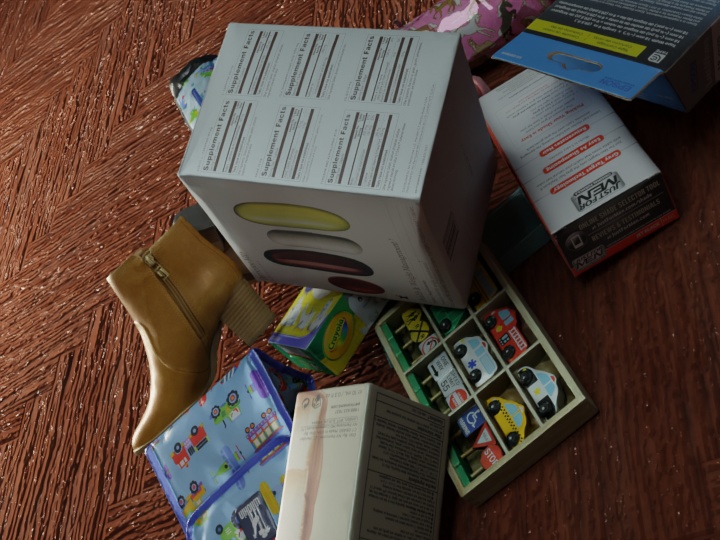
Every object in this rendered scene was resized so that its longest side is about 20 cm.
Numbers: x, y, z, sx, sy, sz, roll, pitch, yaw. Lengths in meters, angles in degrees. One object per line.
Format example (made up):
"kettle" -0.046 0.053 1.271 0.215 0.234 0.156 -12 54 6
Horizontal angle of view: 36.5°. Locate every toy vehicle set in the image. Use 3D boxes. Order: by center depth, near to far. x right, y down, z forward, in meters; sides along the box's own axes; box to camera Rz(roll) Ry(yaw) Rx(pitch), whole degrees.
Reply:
"toy vehicle set" 0.096 0.078 0.901 0.124 0.026 0.201 -42 44 12

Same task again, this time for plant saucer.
"plant saucer" 0.089 0.003 0.991 0.199 0.019 0.070 -40 40 13

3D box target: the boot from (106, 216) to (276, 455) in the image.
"boot" -0.191 0.061 1.038 0.202 0.144 0.071 -48 5 5

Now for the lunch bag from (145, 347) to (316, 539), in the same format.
"lunch bag" -0.086 0.200 0.965 0.150 0.094 0.201 -42 49 14

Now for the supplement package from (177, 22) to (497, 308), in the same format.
"supplement package" -0.009 -0.083 0.894 0.197 0.192 0.149 7 66 20

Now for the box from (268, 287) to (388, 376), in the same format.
"box" 0.000 0.000 1.024 0.201 0.048 0.117 -55 18 -14

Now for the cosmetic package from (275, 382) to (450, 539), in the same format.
"cosmetic package" -0.002 0.199 0.830 0.087 0.103 0.203 -13 59 42

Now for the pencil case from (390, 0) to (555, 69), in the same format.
"pencil case" 0.109 -0.255 1.129 0.198 0.087 0.083 -28 13 26

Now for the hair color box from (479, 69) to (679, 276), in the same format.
"hair color box" 0.179 -0.098 0.936 0.101 0.061 0.201 -29 41 9

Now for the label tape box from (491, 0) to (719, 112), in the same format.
"label tape box" 0.228 -0.192 0.907 0.200 0.064 0.143 -43 46 -22

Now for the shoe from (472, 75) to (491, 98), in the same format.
"shoe" 0.050 -0.127 1.099 0.200 0.090 0.072 -42 69 51

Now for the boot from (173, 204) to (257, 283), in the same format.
"boot" -0.103 -0.032 1.114 0.197 0.147 0.071 -6 68 1

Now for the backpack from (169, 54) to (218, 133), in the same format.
"backpack" -0.108 -0.146 1.185 0.153 0.163 0.201 -39 37 19
